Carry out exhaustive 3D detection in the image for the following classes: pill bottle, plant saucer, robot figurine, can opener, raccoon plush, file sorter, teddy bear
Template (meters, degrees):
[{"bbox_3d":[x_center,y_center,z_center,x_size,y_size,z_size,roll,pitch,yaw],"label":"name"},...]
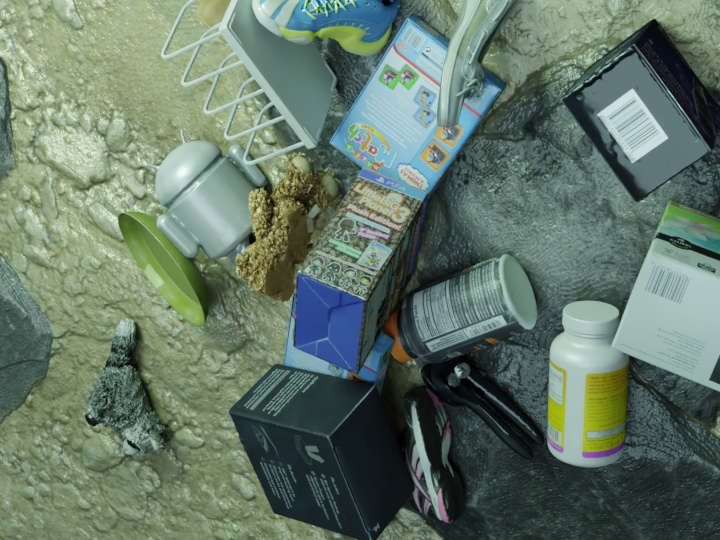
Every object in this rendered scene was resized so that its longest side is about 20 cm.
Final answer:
[{"bbox_3d":[0.299,0.147,1.561,0.103,0.104,0.203,6,111,19],"label":"pill bottle"},{"bbox_3d":[-0.277,-0.008,1.719,0.200,0.031,0.201,43,157,23],"label":"plant saucer"},{"bbox_3d":[-0.204,-0.097,1.652,0.200,0.170,0.113,47,156,-11],"label":"robot figurine"},{"bbox_3d":[0.174,0.183,1.658,0.199,0.079,0.064,36,79,2],"label":"can opener"},{"bbox_3d":[-0.343,0.193,1.844,0.132,0.097,0.202,21,116,4],"label":"raccoon plush"},{"bbox_3d":[-0.143,-0.257,1.526,0.123,0.140,0.201,-16,130,29],"label":"file sorter"},{"bbox_3d":[0.127,0.060,1.596,0.198,0.106,0.107,-22,100,28],"label":"pill bottle"},{"bbox_3d":[-0.100,-0.060,1.614,0.066,0.144,0.203,15,93,46],"label":"teddy bear"}]

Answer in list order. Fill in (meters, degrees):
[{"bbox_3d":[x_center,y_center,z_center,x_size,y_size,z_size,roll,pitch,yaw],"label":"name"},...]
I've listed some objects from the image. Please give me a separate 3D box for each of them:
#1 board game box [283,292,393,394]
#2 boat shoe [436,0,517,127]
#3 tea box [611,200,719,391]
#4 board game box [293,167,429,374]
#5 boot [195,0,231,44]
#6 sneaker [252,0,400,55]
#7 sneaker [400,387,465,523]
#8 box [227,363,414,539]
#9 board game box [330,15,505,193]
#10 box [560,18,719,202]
[{"bbox_3d":[-0.037,0.129,1.673,0.150,0.037,0.201,32,141,17],"label":"board game box"},{"bbox_3d":[0.140,-0.266,1.448,0.064,0.075,0.204,18,75,5],"label":"boat shoe"},{"bbox_3d":[0.426,0.037,1.417,0.198,0.197,0.135,22,117,11],"label":"tea box"},{"bbox_3d":[0.000,0.000,1.543,0.096,0.201,0.160,22,141,12],"label":"board game box"},{"bbox_3d":[-0.102,-0.366,1.556,0.175,0.066,0.201,41,121,7],"label":"boot"},{"bbox_3d":[-0.035,-0.334,1.474,0.105,0.198,0.076,-48,53,37],"label":"sneaker"},{"bbox_3d":[0.082,0.270,1.711,0.085,0.080,0.203,-4,102,33],"label":"sneaker"},{"bbox_3d":[-0.054,0.255,1.680,0.198,0.117,0.198,8,129,40],"label":"box"},{"bbox_3d":[0.072,-0.203,1.549,0.151,0.037,0.201,37,117,4],"label":"board game box"},{"bbox_3d":[0.328,-0.189,1.370,0.104,0.200,0.149,-36,95,28],"label":"box"}]
